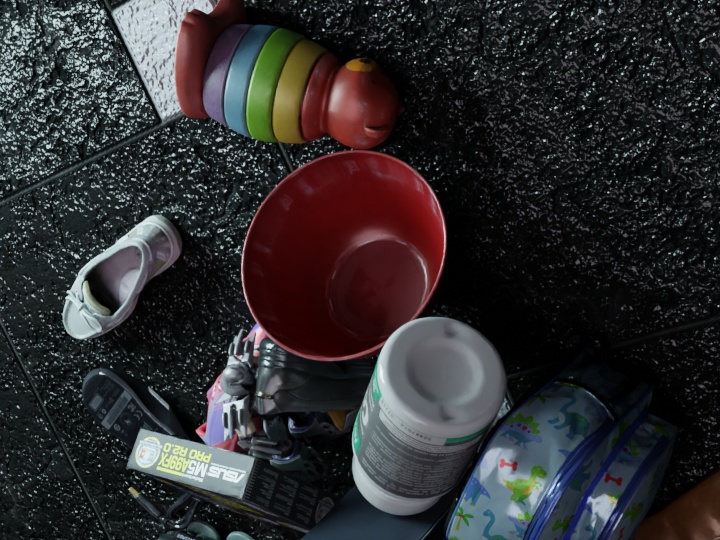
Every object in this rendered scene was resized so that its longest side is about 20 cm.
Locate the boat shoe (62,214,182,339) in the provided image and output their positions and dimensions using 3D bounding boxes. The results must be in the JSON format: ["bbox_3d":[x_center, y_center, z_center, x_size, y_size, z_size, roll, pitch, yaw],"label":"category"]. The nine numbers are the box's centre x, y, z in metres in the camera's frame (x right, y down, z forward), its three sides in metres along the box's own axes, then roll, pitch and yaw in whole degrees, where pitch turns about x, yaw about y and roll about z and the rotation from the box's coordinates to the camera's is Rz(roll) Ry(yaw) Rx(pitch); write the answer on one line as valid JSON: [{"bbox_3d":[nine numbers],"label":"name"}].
[{"bbox_3d":[-0.271,0.014,1.478,0.202,0.065,0.075,-37,90,35],"label":"boat shoe"}]

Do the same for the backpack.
[{"bbox_3d":[0.181,0.184,1.201,0.147,0.200,0.184,33,123,24],"label":"backpack"}]

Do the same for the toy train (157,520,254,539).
[{"bbox_3d":[-0.144,0.360,1.549,0.199,0.085,0.115,13,128,23],"label":"toy train"}]

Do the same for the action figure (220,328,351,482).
[{"bbox_3d":[-0.083,0.138,1.353,0.069,0.131,0.200,0,151,27],"label":"action figure"}]

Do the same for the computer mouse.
[{"bbox_3d":[-0.242,0.200,1.554,0.200,0.046,0.141,37,124,7],"label":"computer mouse"}]

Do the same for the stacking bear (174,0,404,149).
[{"bbox_3d":[-0.059,-0.170,1.259,0.199,0.121,0.114,17,116,14],"label":"stacking bear"}]

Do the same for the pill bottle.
[{"bbox_3d":[0.054,0.137,1.216,0.113,0.113,0.200,35,147,12],"label":"pill bottle"}]

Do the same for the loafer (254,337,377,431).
[{"bbox_3d":[-0.012,0.119,1.317,0.073,0.199,0.073,-173,97,-68],"label":"loafer"}]

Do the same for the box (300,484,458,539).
[{"bbox_3d":[0.047,0.312,1.344,0.117,0.196,0.202,5,112,29],"label":"box"}]

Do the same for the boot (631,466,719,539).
[{"bbox_3d":[0.315,0.302,1.278,0.199,0.068,0.189,-33,79,30],"label":"boot"}]

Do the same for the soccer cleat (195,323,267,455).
[{"bbox_3d":[-0.127,0.121,1.445,0.076,0.067,0.201,30,125,21],"label":"soccer cleat"}]

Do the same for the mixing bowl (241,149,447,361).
[{"bbox_3d":[0.000,0.000,1.268,0.199,0.108,0.202,-7,69,18],"label":"mixing bowl"}]

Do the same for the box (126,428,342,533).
[{"bbox_3d":[-0.116,0.223,1.391,0.159,0.200,0.045,9,73,35],"label":"box"}]
